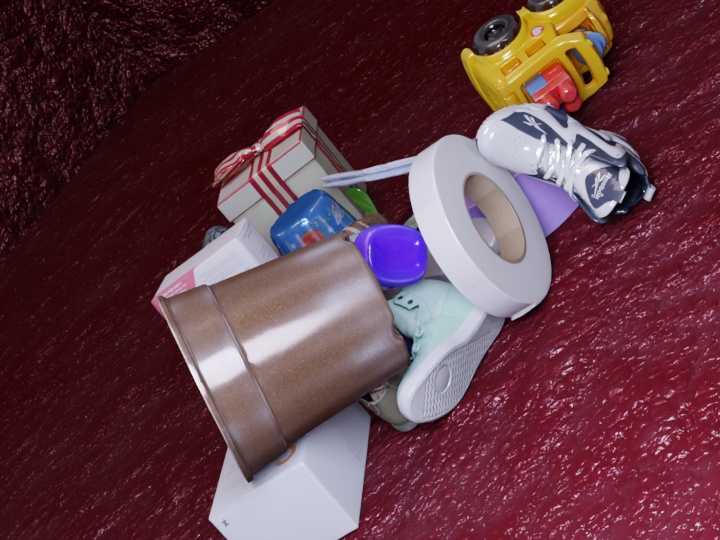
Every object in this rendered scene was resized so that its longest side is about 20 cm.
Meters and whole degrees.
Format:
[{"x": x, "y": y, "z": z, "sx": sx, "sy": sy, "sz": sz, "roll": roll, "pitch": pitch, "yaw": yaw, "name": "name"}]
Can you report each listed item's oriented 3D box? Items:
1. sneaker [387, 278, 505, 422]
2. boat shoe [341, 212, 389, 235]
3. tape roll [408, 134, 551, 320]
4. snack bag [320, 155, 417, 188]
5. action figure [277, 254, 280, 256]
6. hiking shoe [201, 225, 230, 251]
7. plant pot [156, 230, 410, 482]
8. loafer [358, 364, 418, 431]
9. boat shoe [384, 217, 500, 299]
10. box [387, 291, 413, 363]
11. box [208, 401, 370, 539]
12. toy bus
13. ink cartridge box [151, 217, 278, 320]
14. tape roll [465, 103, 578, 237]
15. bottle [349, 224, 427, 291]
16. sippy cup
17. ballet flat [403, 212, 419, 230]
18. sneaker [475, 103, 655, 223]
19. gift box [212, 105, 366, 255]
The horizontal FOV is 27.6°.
[{"x": 0.061, "y": 0.081, "z": 1.534, "sx": 0.117, "sy": 0.075, "sz": 0.201, "roll": 11, "pitch": 39, "yaw": 29, "name": "sneaker"}, {"x": 0.005, "y": 0.004, "z": 1.781, "sx": 0.075, "sy": 0.074, "sz": 0.203, "roll": -46, "pitch": -14, "yaw": -29, "name": "boat shoe"}, {"x": 0.129, "y": -0.047, "z": 1.548, "sx": 0.037, "sy": 0.203, "sz": 0.204, "roll": -32, "pitch": 21, "yaw": 31, "name": "tape roll"}, {"x": 0.064, "y": -0.140, "z": 1.960, "sx": 0.198, "sy": 0.022, "sz": 0.188, "roll": -12, "pitch": 3, "yaw": -18, "name": "snack bag"}, {"x": -0.142, "y": 0.019, "z": 2.083, "sx": 0.200, "sy": 0.099, "sz": 0.065, "roll": -42, "pitch": 60, "yaw": -5, "name": "action figure"}, {"x": -0.158, "y": 0.028, "z": 1.928, "sx": 0.074, "sy": 0.202, "sz": 0.087, "roll": -29, "pitch": 21, "yaw": -9, "name": "hiking shoe"}, {"x": -0.068, "y": 0.073, "z": 1.437, "sx": 0.196, "sy": 0.202, "sz": 0.200, "roll": -26, "pitch": 18, "yaw": -7, "name": "plant pot"}, {"x": 0.003, "y": 0.090, "z": 1.577, "sx": 0.076, "sy": 0.069, "sz": 0.200, "roll": -53, "pitch": 44, "yaw": 8, "name": "loafer"}, {"x": 0.102, "y": 0.007, "z": 1.688, "sx": 0.199, "sy": 0.065, "sz": 0.073, "roll": -35, "pitch": 37, "yaw": 35, "name": "boat shoe"}, {"x": -0.003, "y": 0.101, "z": 1.689, "sx": 0.199, "sy": 0.064, "sz": 0.070, "roll": -32, "pitch": 21, "yaw": 27, "name": "box"}, {"x": -0.070, "y": 0.205, "z": 1.541, "sx": 0.124, "sy": 0.098, "sz": 0.201, "roll": -33, "pitch": 20, "yaw": 20, "name": "box"}, {"x": 0.256, "y": -0.270, "z": 1.913, "sx": 0.199, "sy": 0.136, "sz": 0.192, "roll": -37, "pitch": 33, "yaw": 4, "name": "toy bus"}, {"x": -0.139, "y": 0.060, "z": 1.829, "sx": 0.145, "sy": 0.201, "sz": 0.085, "roll": -34, "pitch": 15, "yaw": 17, "name": "ink cartridge box"}, {"x": 0.177, "y": -0.101, "z": 1.749, "sx": 0.199, "sy": 0.085, "sz": 0.201, "roll": -35, "pitch": 21, "yaw": 15, "name": "tape roll"}, {"x": 0.004, "y": -0.006, "z": 1.609, "sx": 0.200, "sy": 0.082, "sz": 0.066, "roll": 160, "pitch": 110, "yaw": -69, "name": "bottle"}, {"x": -0.048, "y": -0.032, "z": 1.960, "sx": 0.139, "sy": 0.131, "sz": 0.178, "roll": -33, "pitch": 20, "yaw": 20, "name": "sippy cup"}, {"x": 0.096, "y": -0.053, "z": 1.851, "sx": 0.201, "sy": 0.074, "sz": 0.074, "roll": -51, "pitch": 22, "yaw": -21, "name": "ballet flat"}, {"x": 0.227, "y": -0.110, "z": 1.556, "sx": 0.080, "sy": 0.197, "sz": 0.130, "roll": -64, "pitch": 26, "yaw": 17, "name": "sneaker"}, {"x": -0.111, "y": -0.124, "z": 2.191, "sx": 0.184, "sy": 0.187, "sz": 0.200, "roll": -37, "pitch": 21, "yaw": 10, "name": "gift box"}]
